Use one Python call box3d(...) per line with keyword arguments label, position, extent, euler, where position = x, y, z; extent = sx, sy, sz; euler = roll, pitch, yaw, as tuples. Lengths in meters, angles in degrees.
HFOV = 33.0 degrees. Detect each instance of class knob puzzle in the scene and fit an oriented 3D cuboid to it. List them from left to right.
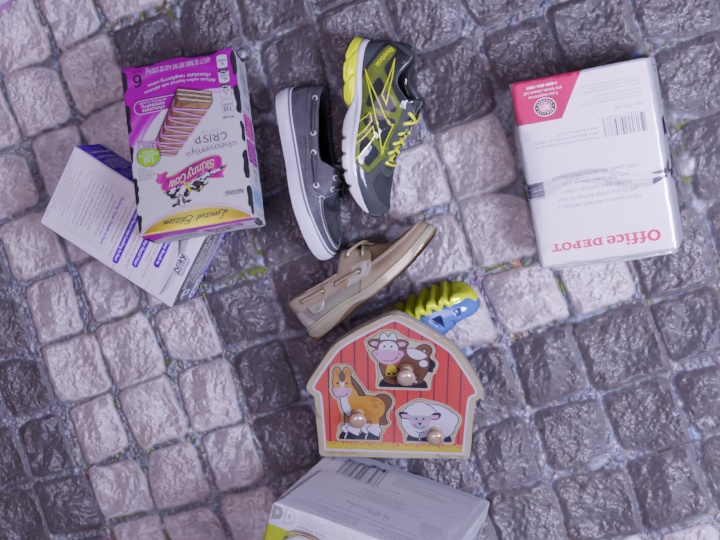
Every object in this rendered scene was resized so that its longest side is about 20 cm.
box3d(label="knob puzzle", position=(0.038, 0.135, 1.352), extent=(0.219, 0.030, 0.220), euler=(2, 122, 3))

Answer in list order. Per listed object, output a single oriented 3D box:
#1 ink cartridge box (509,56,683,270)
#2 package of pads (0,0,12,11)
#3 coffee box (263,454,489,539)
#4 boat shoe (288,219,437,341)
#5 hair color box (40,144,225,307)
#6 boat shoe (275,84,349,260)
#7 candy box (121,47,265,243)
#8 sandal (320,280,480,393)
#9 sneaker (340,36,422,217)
box3d(label="ink cartridge box", position=(0.249, -0.111, 1.271), extent=(0.145, 0.083, 0.200), euler=(-8, 97, 19))
box3d(label="package of pads", position=(-0.500, -0.389, 1.472), extent=(0.120, 0.076, 0.200), euler=(-37, 87, 17))
box3d(label="coffee box", position=(0.006, 0.345, 1.365), extent=(0.200, 0.200, 0.198), euler=(18, 104, 15))
box3d(label="boat shoe", position=(0.000, 0.000, 1.379), extent=(0.200, 0.072, 0.065), euler=(-40, 89, 25))
box3d(label="hair color box", position=(-0.271, -0.056, 1.460), extent=(0.200, 0.065, 0.109), euler=(33, 107, 12))
box3d(label="boat shoe", position=(-0.042, -0.114, 1.378), extent=(0.066, 0.070, 0.200), euler=(-12, 88, 21))
box3d(label="candy box", position=(-0.190, -0.140, 1.384), extent=(0.136, 0.061, 0.200), euler=(-10, 82, 8))
box3d(label="sandal", position=(0.056, 0.081, 1.376), extent=(0.200, 0.079, 0.087), euler=(-31, 97, 27))
box3d(label="sneaker", position=(0.026, -0.158, 1.340), extent=(0.085, 0.074, 0.200), euler=(-1, 99, 18))
